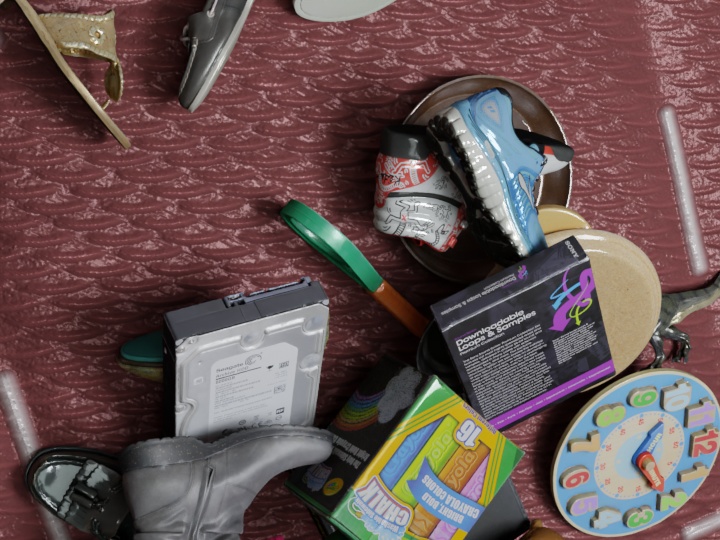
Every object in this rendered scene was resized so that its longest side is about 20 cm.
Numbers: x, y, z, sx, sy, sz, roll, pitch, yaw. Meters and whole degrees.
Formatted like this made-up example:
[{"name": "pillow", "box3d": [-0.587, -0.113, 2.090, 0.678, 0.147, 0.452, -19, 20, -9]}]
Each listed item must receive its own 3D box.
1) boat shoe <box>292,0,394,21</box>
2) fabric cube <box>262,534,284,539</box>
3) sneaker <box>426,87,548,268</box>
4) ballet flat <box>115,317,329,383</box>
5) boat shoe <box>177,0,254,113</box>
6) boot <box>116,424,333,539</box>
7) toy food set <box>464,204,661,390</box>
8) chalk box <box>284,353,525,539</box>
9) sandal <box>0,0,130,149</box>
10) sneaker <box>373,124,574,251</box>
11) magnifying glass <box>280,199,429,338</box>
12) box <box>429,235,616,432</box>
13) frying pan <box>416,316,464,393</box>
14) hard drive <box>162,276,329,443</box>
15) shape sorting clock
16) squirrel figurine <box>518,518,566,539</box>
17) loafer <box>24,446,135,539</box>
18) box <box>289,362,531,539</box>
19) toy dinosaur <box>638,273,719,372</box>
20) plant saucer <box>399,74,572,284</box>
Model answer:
[{"name": "boat shoe", "box3d": [0.021, -0.290, 1.278, 0.200, 0.073, 0.062, -25, 63, -11]}, {"name": "fabric cube", "box3d": [-0.133, 0.379, 1.193, 0.199, 0.196, 0.201, -10, 126, -22]}, {"name": "sneaker", "box3d": [0.139, -0.073, 1.232, 0.090, 0.078, 0.200, -37, 122, -15]}, {"name": "ballet flat", "box3d": [-0.118, 0.076, 1.260, 0.199, 0.071, 0.071, -16, 103, -20]}, {"name": "boat shoe", "box3d": [-0.122, -0.235, 1.217, 0.057, 0.067, 0.200, 27, 82, -8]}, {"name": "boot", "box3d": [-0.108, 0.205, 1.191, 0.199, 0.070, 0.132, -5, 74, -23]}, {"name": "toy food set", "box3d": [0.194, 0.041, 1.358, 0.200, 0.049, 0.198, 21, 115, -22]}, {"name": "chalk box", "box3d": [0.025, 0.197, 1.253, 0.124, 0.125, 0.200, 40, 81, -20]}, {"name": "sandal", "box3d": [-0.239, -0.202, 1.161, 0.070, 0.078, 0.212, -42, 106, -6]}, {"name": "sneaker", "box3d": [0.101, -0.076, 1.296, 0.201, 0.067, 0.108, -1, 109, -29]}, {"name": "magnifying glass", "box3d": [0.000, 0.000, 1.298, 0.022, 0.080, 0.200, -51, 122, -9]}, {"name": "box", "box3d": [0.152, 0.065, 1.266, 0.143, 0.036, 0.200, -26, 143, -2]}, {"name": "frying pan", "box3d": [0.137, 0.051, 1.305, 0.190, 0.031, 0.115, -22, 129, -11]}, {"name": "hard drive", "box3d": [-0.102, 0.097, 1.219, 0.139, 0.038, 0.200, -14, 141, -21]}, {"name": "shape sorting clock", "box3d": [0.287, 0.191, 1.435, 0.199, 0.039, 0.201, -12, 119, -22]}, {"name": "squirrel figurine", "box3d": [0.170, 0.342, 1.375, 0.200, 0.141, 0.187, 18, 99, -41]}, {"name": "loafer", "box3d": [-0.201, 0.216, 1.242, 0.200, 0.063, 0.072, 31, 85, -23]}, {"name": "box", "box3d": [0.048, 0.214, 1.356, 0.193, 0.047, 0.200, -29, 107, -15]}, {"name": "toy dinosaur", "box3d": [0.312, 0.058, 1.447, 0.199, 0.047, 0.088, -11, 95, -24]}, {"name": "plant saucer", "box3d": [0.111, -0.088, 1.347, 0.200, 0.034, 0.201, -3, 98, -23]}]
